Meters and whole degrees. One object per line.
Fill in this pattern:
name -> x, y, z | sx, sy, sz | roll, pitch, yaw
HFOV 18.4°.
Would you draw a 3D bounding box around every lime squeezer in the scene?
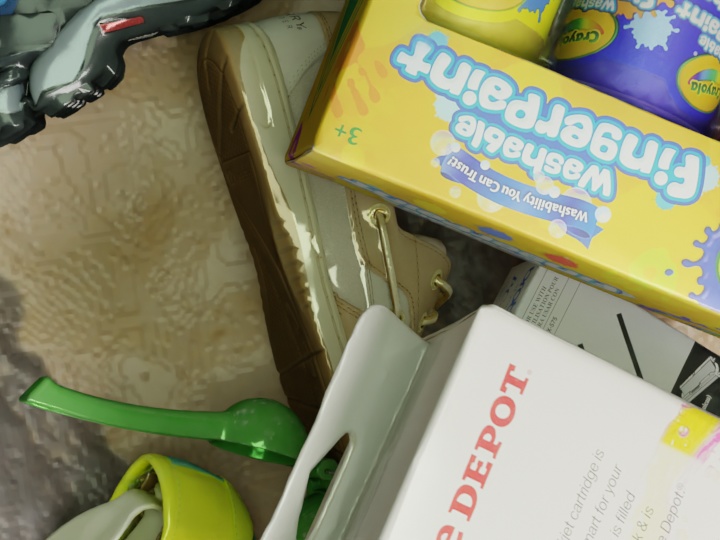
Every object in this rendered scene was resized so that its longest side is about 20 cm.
lime squeezer -> -0.031, 0.092, 0.795 | 0.200, 0.038, 0.071 | 52, 48, -19

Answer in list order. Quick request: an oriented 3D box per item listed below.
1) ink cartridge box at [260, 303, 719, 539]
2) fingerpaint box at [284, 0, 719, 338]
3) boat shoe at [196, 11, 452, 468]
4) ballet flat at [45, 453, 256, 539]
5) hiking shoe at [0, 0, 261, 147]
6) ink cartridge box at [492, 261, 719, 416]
ink cartridge box -> 0.062, 0.105, 0.701 | 0.199, 0.125, 0.129 | 27, 76, -7
fingerpaint box -> 0.098, -0.077, 0.755 | 0.199, 0.073, 0.167 | 22, 85, -8
boat shoe -> 0.000, 0.000, 0.820 | 0.069, 0.074, 0.201 | -18, 100, -17
ballet flat -> -0.118, 0.148, 0.801 | 0.200, 0.067, 0.067 | -51, 133, -10
hiking shoe -> -0.077, -0.126, 0.811 | 0.200, 0.074, 0.087 | -31, 94, -7
ink cartridge box -> 0.055, 0.104, 0.788 | 0.094, 0.044, 0.200 | 30, 76, -8
